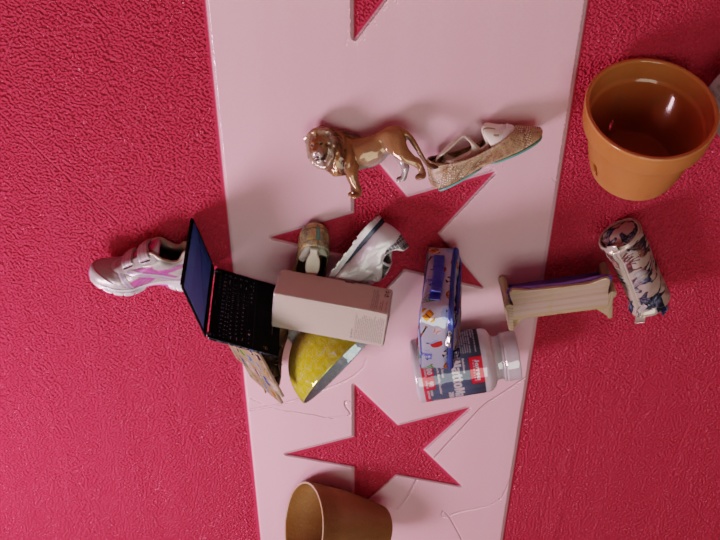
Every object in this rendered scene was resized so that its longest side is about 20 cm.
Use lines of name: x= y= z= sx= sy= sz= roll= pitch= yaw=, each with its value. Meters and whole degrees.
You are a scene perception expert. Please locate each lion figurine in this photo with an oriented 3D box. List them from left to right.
lion figurine: x=0.016 y=-0.188 z=1.582 sx=0.197 sy=0.073 sz=0.124 roll=-16 pitch=102 yaw=1

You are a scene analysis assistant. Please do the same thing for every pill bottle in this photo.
pill bottle: x=0.197 y=0.172 z=1.861 sx=0.197 sy=0.120 sz=0.121 roll=-10 pitch=130 yaw=5

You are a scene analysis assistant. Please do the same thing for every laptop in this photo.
laptop: x=-0.213 y=0.028 z=1.679 sx=0.197 sy=0.179 sz=0.104 roll=17 pitch=128 yaw=-16

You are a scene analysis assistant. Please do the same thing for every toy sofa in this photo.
toy sofa: x=0.350 y=0.035 z=1.778 sx=0.197 sy=0.083 sz=0.099 roll=-8 pitch=129 yaw=4

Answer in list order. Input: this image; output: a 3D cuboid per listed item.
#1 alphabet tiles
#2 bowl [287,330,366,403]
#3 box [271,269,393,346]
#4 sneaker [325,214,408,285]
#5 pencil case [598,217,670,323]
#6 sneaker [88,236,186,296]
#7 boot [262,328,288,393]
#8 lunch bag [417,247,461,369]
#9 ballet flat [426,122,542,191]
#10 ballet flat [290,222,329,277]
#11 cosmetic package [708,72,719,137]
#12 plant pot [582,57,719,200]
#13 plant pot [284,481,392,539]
alphabet tiles: x=-0.201 y=0.152 z=1.782 sx=0.006 sy=0.199 sz=0.168 roll=-35 pitch=121 yaw=-18
bowl: x=-0.068 y=0.130 z=1.796 sx=0.108 sy=0.200 sz=0.201 roll=45 pitch=122 yaw=8
box: x=-0.048 y=0.064 z=1.691 sx=0.197 sy=0.069 sz=0.083 roll=12 pitch=130 yaw=3
sneaker: x=0.000 y=0.000 z=1.716 sx=0.080 sy=0.077 sz=0.201 roll=38 pitch=121 yaw=-1
pencil case: x=0.482 y=-0.001 z=1.750 sx=0.077 sy=0.090 sz=0.201 roll=-6 pitch=135 yaw=34
sneaker: x=-0.366 y=-0.016 z=1.704 sx=0.197 sy=0.082 sz=0.089 roll=-5 pitch=130 yaw=-10
boot: x=-0.158 y=0.151 z=1.822 sx=0.073 sy=0.076 sz=0.201 roll=-12 pitch=147 yaw=-22
lunch bag: x=0.138 y=0.063 z=1.713 sx=0.074 sy=0.201 sz=0.162 roll=3 pitch=131 yaw=6
ballet flat: x=0.192 y=-0.195 z=1.592 sx=0.198 sy=0.071 sz=0.066 roll=-27 pitch=112 yaw=14
ballet flat: x=-0.089 y=0.009 z=1.743 sx=0.070 sy=0.071 sz=0.202 roll=5 pitch=130 yaw=-7
cosmetic package: x=0.648 y=-0.254 z=1.478 sx=0.164 sy=0.169 sz=0.201 roll=11 pitch=130 yaw=-33
plant pot: x=0.432 y=-0.204 z=1.528 sx=0.197 sy=0.203 sz=0.141 roll=-3 pitch=147 yaw=0
plant pot: x=-0.037 y=0.554 z=2.142 sx=0.197 sy=0.188 sz=0.187 roll=9 pitch=130 yaw=-28
